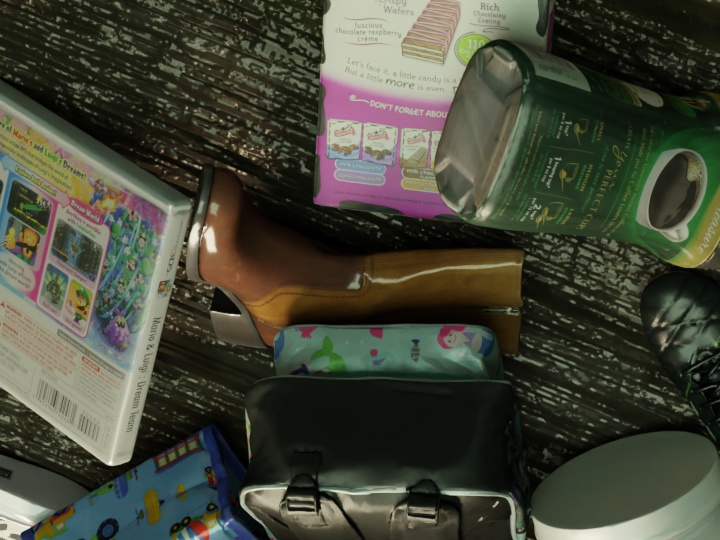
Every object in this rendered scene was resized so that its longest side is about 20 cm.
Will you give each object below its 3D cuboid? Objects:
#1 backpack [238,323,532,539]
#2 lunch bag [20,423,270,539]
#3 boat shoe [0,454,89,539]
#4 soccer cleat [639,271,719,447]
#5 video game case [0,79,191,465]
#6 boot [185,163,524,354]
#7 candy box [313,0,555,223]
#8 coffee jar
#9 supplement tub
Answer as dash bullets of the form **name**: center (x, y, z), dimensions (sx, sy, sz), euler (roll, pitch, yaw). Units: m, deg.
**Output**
- **backpack**: center (0.020, 0.121, 1.475), dimensions (0.177, 0.151, 0.200), euler (-1, 151, 10)
- **lunch bag**: center (-0.106, 0.223, 1.576), dimensions (0.150, 0.094, 0.200), euler (-29, 129, 9)
- **boat shoe**: center (-0.278, 0.150, 1.598), dimensions (0.199, 0.070, 0.066), euler (20, 112, -6)
- **soccer cleat**: center (0.241, 0.087, 1.468), dimensions (0.067, 0.081, 0.200), euler (-32, 102, 20)
- **video game case**: center (-0.196, -0.003, 1.489), dimensions (0.200, 0.024, 0.183), euler (32, 118, 33)
- **boot**: center (0.000, 0.000, 1.445), dimensions (0.199, 0.069, 0.189), euler (3, 144, 10)
- **candy box**: center (0.047, -0.134, 1.427), dimensions (0.136, 0.061, 0.201), euler (7, 113, 7)
- **coffee jar**: center (0.149, -0.064, 1.384), dimensions (0.199, 0.085, 0.105), euler (11, 109, -28)
- **supplement tub**: center (0.194, 0.218, 1.493), dimensions (0.145, 0.145, 0.201), euler (-15, 107, 15)
